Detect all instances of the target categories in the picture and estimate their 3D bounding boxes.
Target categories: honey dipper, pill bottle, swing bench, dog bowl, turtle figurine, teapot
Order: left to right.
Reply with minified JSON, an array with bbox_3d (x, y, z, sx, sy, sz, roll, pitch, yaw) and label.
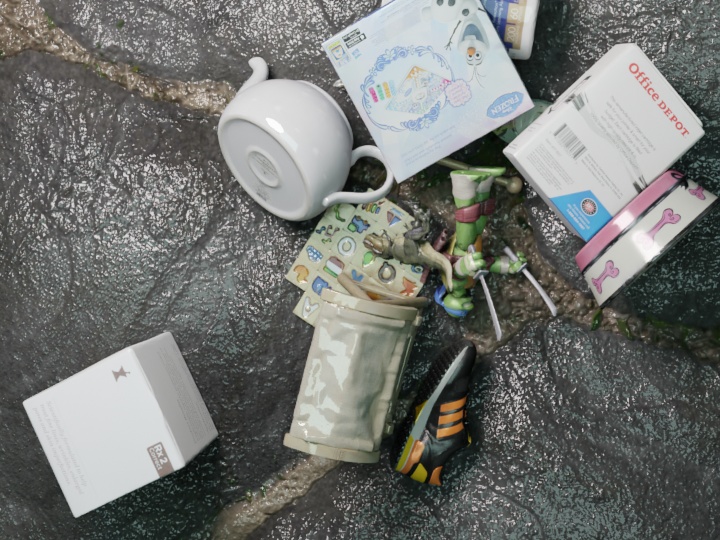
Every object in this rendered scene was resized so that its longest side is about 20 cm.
[{"bbox_3d":[-0.076,-0.172,1.655,0.146,0.196,0.202,-42,117,-29],"label":"teapot"},{"bbox_3d":[-0.003,0.124,1.628,0.128,0.200,0.202,16,98,4],"label":"swing bench"},{"bbox_3d":[0.121,-0.144,1.690,0.197,0.038,0.039,18,95,2],"label":"honey dipper"},{"bbox_3d":[0.129,-0.339,1.638,0.197,0.111,0.113,9,94,6],"label":"pill bottle"},{"bbox_3d":[0.173,-0.030,1.629,0.142,0.199,0.197,-7,104,-30],"label":"turtle figurine"},{"bbox_3d":[0.351,-0.044,1.588,0.200,0.200,0.074,-43,80,7],"label":"dog bowl"}]

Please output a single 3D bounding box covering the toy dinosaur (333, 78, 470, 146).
[{"bbox_3d":[0.065,-0.231,1.665,0.198,0.102,0.078,23,106,-5],"label":"toy dinosaur"}]

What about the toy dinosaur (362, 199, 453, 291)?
[{"bbox_3d":[0.071,-0.041,1.635,0.047,0.199,0.090,-4,105,-30],"label":"toy dinosaur"}]

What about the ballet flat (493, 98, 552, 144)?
[{"bbox_3d":[0.262,-0.177,1.651,0.198,0.071,0.070,22,94,5],"label":"ballet flat"}]

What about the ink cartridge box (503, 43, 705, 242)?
[{"bbox_3d":[0.299,-0.160,1.574,0.200,0.084,0.146,-42,99,3],"label":"ink cartridge box"}]

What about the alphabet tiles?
[{"bbox_3d":[0.000,0.000,1.725,0.165,0.006,0.201,33,96,4],"label":"alphabet tiles"}]

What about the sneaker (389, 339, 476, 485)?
[{"bbox_3d":[0.118,0.191,1.697,0.089,0.070,0.202,27,96,-10],"label":"sneaker"}]

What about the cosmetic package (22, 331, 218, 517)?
[{"bbox_3d":[-0.309,0.197,1.674,0.163,0.200,0.167,-26,89,7],"label":"cosmetic package"}]

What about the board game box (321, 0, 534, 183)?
[{"bbox_3d":[0.084,-0.245,1.585,0.198,0.043,0.201,-28,102,10],"label":"board game box"}]
